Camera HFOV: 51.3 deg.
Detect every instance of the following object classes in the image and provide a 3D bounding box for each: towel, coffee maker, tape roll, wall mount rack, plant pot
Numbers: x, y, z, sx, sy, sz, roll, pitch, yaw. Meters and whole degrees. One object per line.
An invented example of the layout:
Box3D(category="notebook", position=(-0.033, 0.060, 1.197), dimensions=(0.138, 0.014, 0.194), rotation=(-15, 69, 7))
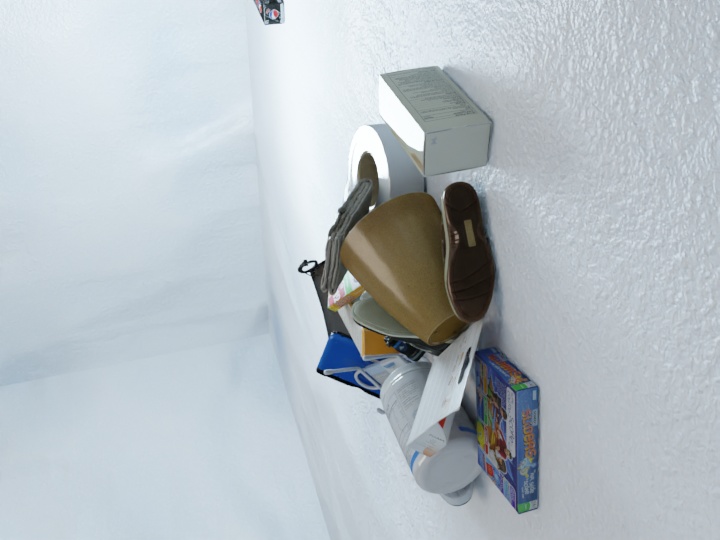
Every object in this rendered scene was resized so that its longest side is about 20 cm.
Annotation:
Box3D(category="towel", position=(-0.024, -0.061, 1.307), dimensions=(0.200, 0.034, 0.134), rotation=(-61, -15, -53))
Box3D(category="coffee maker", position=(-0.040, 0.082, 1.699), dimensions=(0.135, 0.190, 0.202), rotation=(-48, 53, 54))
Box3D(category="tape roll", position=(0.044, -0.170, 1.385), dimensions=(0.202, 0.070, 0.205), rotation=(173, 90, -70))
Box3D(category="wall mount rack", position=(0.036, 0.207, 1.468), dimensions=(0.199, 0.174, 0.075), rotation=(-27, 31, 42))
Box3D(category="plant pot", position=(0.093, 0.012, 1.194), dimensions=(0.201, 0.185, 0.187), rotation=(58, 157, 27))

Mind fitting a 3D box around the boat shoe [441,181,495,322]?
Box3D(category="boat shoe", position=(0.155, -0.026, 1.110), dimensions=(0.075, 0.074, 0.205), rotation=(160, 107, -87))

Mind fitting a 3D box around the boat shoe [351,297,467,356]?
Box3D(category="boat shoe", position=(0.078, 0.100, 1.260), dimensions=(0.068, 0.198, 0.072), rotation=(92, -164, -50))

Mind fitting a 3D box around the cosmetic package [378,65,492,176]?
Box3D(category="cosmetic package", position=(0.104, -0.222, 1.095), dimensions=(0.201, 0.104, 0.072), rotation=(-114, 18, -49))

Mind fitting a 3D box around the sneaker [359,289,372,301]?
Box3D(category="sneaker", position=(0.069, 0.019, 1.352), dimensions=(0.079, 0.089, 0.201), rotation=(96, -161, -65))

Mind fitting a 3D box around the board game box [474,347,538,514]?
Box3D(category="board game box", position=(0.214, 0.233, 1.103), dimensions=(0.135, 0.034, 0.202), rotation=(-132, 35, -64))

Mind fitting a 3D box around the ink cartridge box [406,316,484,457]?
Box3D(category="ink cartridge box", position=(0.145, 0.179, 1.139), dimensions=(0.200, 0.050, 0.163), rotation=(-52, 13, 57))

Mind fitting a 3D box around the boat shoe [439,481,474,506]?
Box3D(category="boat shoe", position=(0.165, 0.378, 1.363), dimensions=(0.200, 0.071, 0.072), rotation=(-113, 7, -74))

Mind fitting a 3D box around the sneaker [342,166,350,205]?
Box3D(category="sneaker", position=(-0.006, -0.167, 1.520), dimensions=(0.087, 0.074, 0.202), rotation=(160, 123, -66))

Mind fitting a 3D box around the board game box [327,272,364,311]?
Box3D(category="board game box", position=(0.000, 0.000, 1.489), dimensions=(0.199, 0.030, 0.096), rotation=(-33, 45, 43))

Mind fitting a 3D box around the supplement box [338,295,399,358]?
Box3D(category="supplement box", position=(0.035, 0.089, 1.534), dimensions=(0.200, 0.125, 0.074), rotation=(-124, 28, -57))

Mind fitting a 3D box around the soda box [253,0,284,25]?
Box3D(category="soda box", position=(-0.287, -0.833, 2.316), dimensions=(0.201, 0.063, 0.071), rotation=(-113, 18, -44))

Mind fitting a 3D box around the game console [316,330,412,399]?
Box3D(category="game console", position=(0.015, 0.200, 1.613), dimensions=(0.119, 0.198, 0.172), rotation=(-69, 1, -56))

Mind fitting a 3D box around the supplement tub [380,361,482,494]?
Box3D(category="supplement tub", position=(0.123, 0.270, 1.298), dimensions=(0.201, 0.130, 0.133), rotation=(-117, 22, -52))

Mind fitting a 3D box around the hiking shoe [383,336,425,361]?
Box3D(category="hiking shoe", position=(0.073, 0.074, 1.390), dimensions=(0.075, 0.086, 0.201), rotation=(-50, 30, 24))
